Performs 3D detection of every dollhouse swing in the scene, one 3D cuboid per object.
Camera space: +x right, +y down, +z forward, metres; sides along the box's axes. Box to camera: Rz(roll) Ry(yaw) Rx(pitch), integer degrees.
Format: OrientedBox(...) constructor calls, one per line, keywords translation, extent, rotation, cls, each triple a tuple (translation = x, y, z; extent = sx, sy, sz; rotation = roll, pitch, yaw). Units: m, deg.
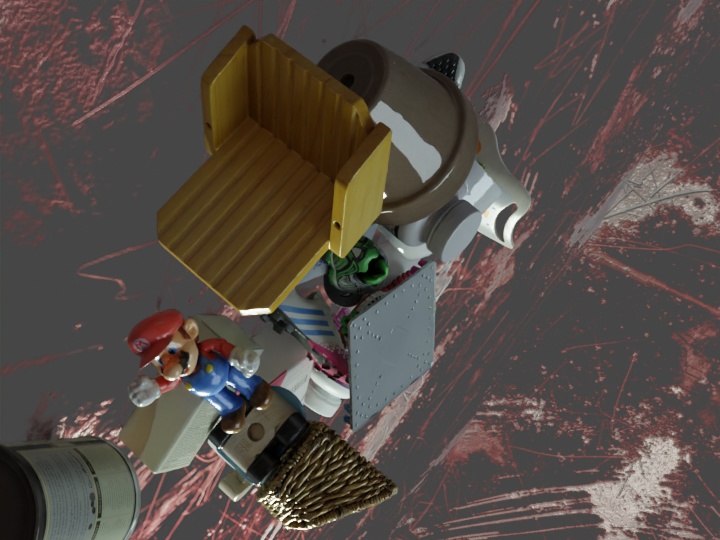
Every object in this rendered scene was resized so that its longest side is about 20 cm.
OrientedBox(translation=(-0.104, -0.093, 1.021), extent=(0.175, 0.199, 0.183), rotation=(-41, 158, -27), cls="dollhouse swing")

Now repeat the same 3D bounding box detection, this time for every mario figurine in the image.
OrientedBox(translation=(-0.198, 0.130, 1.236), extent=(0.200, 0.105, 0.125), rotation=(40, 72, -32), cls="mario figurine")

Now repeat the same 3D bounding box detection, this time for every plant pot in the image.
OrientedBox(translation=(0.020, -0.179, 1.227), extent=(0.201, 0.200, 0.174), rotation=(-52, 143, 0), cls="plant pot")

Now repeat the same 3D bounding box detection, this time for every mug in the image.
OrientedBox(translation=(0.107, -0.103, 1.541), extent=(0.175, 0.148, 0.200), rotation=(-45, -168, 6), cls="mug")

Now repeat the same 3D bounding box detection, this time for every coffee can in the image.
OrientedBox(translation=(-0.353, 0.260, 1.130), extent=(0.147, 0.146, 0.200), rotation=(-54, 161, 6), cls="coffee can")

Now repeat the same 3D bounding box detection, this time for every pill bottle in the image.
OrientedBox(translation=(-0.027, 0.143, 1.744), extent=(0.201, 0.112, 0.112), rotation=(-56, 161, 9), cls="pill bottle")
OrientedBox(translation=(0.064, -0.104, 1.385), extent=(0.111, 0.199, 0.112), rotation=(-41, 158, -21), cls="pill bottle")

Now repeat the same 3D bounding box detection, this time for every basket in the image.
OrientedBox(translation=(-0.052, 0.310, 1.446), extent=(0.143, 0.148, 0.200), rotation=(-51, -177, -11), cls="basket")

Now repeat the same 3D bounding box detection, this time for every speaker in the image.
OrientedBox(translation=(0.022, 0.003, 1.662), extent=(0.199, 0.081, 0.082), rotation=(-19, 142, -59), cls="speaker")

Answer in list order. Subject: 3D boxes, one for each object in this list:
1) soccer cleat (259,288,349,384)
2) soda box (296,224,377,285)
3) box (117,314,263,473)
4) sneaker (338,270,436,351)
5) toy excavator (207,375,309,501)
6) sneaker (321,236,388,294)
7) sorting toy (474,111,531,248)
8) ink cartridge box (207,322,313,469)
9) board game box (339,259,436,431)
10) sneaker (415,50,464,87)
OrientedBox(translation=(-0.058, 0.084, 1.497), extent=(0.200, 0.069, 0.087), rotation=(45, 65, -27), cls="soccer cleat")
OrientedBox(translation=(-0.056, -0.040, 1.431), extent=(0.199, 0.063, 0.069), rotation=(-23, 144, -56), cls="soda box")
OrientedBox(translation=(-0.224, 0.162, 1.367), extent=(0.201, 0.077, 0.095), rotation=(-56, 161, 8), cls="box")
OrientedBox(translation=(0.043, 0.071, 1.590), extent=(0.199, 0.082, 0.078), rotation=(-31, 164, -34), cls="sneaker")
OrientedBox(translation=(-0.146, 0.253, 1.466), extent=(0.195, 0.100, 0.200), rotation=(-52, 168, 1), cls="toy excavator")
OrientedBox(translation=(0.000, 0.000, 1.404), extent=(0.078, 0.085, 0.200), rotation=(-53, 162, -3), cls="sneaker")
OrientedBox(translation=(0.197, -0.124, 1.699), extent=(0.107, 0.179, 0.202), rotation=(-38, 156, -34), cls="sorting toy")
OrientedBox(translation=(-0.154, 0.194, 1.579), extent=(0.146, 0.082, 0.202), rotation=(-38, 155, -37), cls="ink cartridge box")
OrientedBox(translation=(0.042, 0.107, 1.521), extent=(0.199, 0.026, 0.203), rotation=(-34, 135, -39), cls="board game box")
OrientedBox(translation=(0.089, -0.228, 1.449), extent=(0.081, 0.075, 0.201), rotation=(-40, 166, -51), cls="sneaker")
